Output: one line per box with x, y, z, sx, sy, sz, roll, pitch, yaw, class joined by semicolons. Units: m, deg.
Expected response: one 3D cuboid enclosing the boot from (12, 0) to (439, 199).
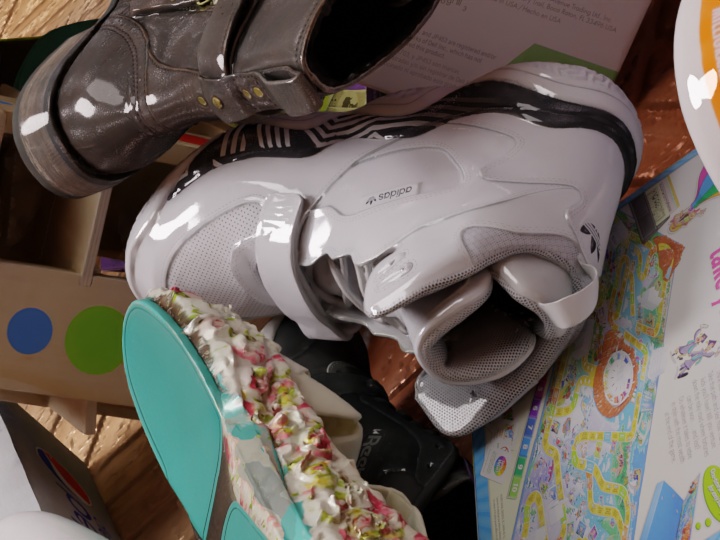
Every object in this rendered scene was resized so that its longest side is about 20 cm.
-0.023;-0.103;1.058;0.174;0.069;0.200;-18;33;44;boot

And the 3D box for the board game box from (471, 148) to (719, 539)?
0.098;0.046;0.968;0.134;0.034;0.200;-36;28;23;board game box

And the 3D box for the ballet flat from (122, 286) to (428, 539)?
-0.021;0.073;0.965;0.200;0.064;0.076;-123;37;-48;ballet flat

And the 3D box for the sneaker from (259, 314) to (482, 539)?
0.009;0.081;1.037;0.087;0.076;0.200;-20;37;16;sneaker

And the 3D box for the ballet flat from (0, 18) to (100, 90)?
-0.149;-0.073;1.324;0.199;0.067;0.067;0;43;20;ballet flat

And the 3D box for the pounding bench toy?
-0.123;-0.011;1.227;0.200;0.156;0.125;-151;72;-65;pounding bench toy

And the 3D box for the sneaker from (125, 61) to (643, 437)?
0.000;0.000;1.024;0.200;0.075;0.115;-15;38;22;sneaker

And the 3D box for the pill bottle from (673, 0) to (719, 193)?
0.203;-0.081;0.896;0.200;0.113;0.113;-25;34;38;pill bottle

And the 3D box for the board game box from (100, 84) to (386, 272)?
-0.048;-0.064;1.281;0.200;0.032;0.120;-5;85;53;board game box

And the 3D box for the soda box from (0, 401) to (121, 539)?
-0.134;0.118;1.178;0.063;0.068;0.200;-44;27;3;soda box

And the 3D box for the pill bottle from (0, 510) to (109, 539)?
-0.123;0.190;1.005;0.112;0.112;0.200;7;62;59;pill bottle

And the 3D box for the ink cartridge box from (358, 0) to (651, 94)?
0.066;-0.158;1.129;0.067;0.117;0.200;-116;47;-64;ink cartridge box
